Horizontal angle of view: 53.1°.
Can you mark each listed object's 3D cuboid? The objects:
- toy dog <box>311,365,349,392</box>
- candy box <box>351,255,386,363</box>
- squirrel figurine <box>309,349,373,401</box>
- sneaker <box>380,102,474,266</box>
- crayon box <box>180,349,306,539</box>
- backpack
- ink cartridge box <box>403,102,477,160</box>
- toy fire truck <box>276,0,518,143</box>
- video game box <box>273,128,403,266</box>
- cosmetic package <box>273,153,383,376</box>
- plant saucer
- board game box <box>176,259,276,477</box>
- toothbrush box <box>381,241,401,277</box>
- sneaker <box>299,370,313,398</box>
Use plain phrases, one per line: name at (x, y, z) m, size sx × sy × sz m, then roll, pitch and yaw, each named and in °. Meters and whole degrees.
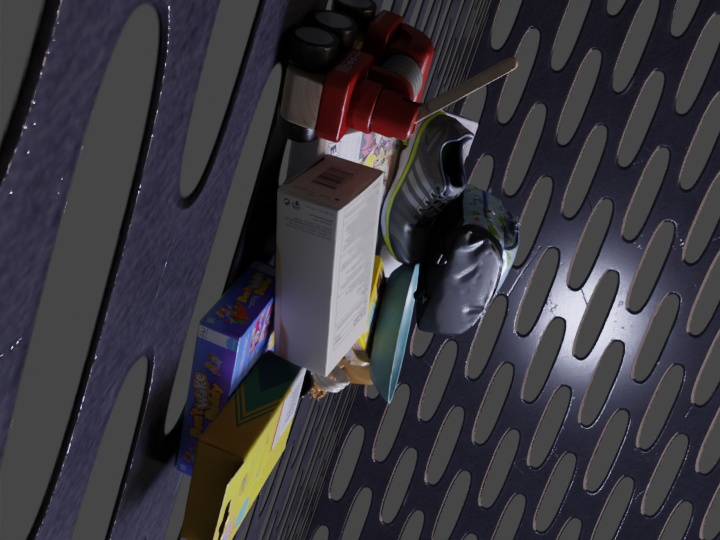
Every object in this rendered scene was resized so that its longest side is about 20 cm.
toy dog at (-0.060, 0.053, 0.931) m, size 0.097 × 0.130 × 0.201 m, roll -62°, pitch -164°, yaw 20°
candy box at (0.011, 0.056, 0.943) m, size 0.200 × 0.026 × 0.104 m, roll 72°, pitch 35°, yaw -73°
squirrel figurine at (-0.044, 0.144, 1.325) m, size 0.198 × 0.143 × 0.186 m, roll -30°, pitch -168°, yaw -13°
sneaker at (0.082, -0.095, 0.878) m, size 0.073 × 0.081 × 0.203 m, roll -10°, pitch 120°, yaw -39°
crayon box at (-0.121, 0.186, 0.726) m, size 0.200 × 0.050 × 0.129 m, roll -56°, pitch 165°, yaw -63°
backpack at (0.145, -0.029, 0.975) m, size 0.201 × 0.151 × 0.165 m, roll -97°, pitch -157°, yaw -55°
ink cartridge box at (0.090, -0.158, 1.005) m, size 0.199 × 0.076 × 0.139 m, roll -6°, pitch 119°, yaw -60°
toy fire truck at (0.041, -0.186, 0.682) m, size 0.177 × 0.197 × 0.130 m, roll -60°, pitch 169°, yaw -51°
video game box at (-0.023, -0.078, 0.849) m, size 0.181 × 0.046 × 0.203 m, roll -23°, pitch 132°, yaw -51°
cosmetic package at (-0.036, -0.005, 0.749) m, size 0.105 × 0.070 × 0.203 m, roll -45°, pitch 148°, yaw -51°
plant saucer at (0.045, 0.077, 0.982) m, size 0.200 × 0.035 × 0.204 m, roll 12°, pitch 90°, yaw -82°
board game box at (-0.136, 0.108, 0.776) m, size 0.135 × 0.044 × 0.203 m, roll -58°, pitch 166°, yaw -59°
toothbrush box at (0.074, -0.089, 1.143) m, size 0.086 × 0.144 × 0.203 m, roll 126°, pitch -28°, yaw -54°
sneaker at (-0.107, 0.156, 0.984) m, size 0.201 × 0.083 × 0.078 m, roll 90°, pitch 22°, yaw -70°
